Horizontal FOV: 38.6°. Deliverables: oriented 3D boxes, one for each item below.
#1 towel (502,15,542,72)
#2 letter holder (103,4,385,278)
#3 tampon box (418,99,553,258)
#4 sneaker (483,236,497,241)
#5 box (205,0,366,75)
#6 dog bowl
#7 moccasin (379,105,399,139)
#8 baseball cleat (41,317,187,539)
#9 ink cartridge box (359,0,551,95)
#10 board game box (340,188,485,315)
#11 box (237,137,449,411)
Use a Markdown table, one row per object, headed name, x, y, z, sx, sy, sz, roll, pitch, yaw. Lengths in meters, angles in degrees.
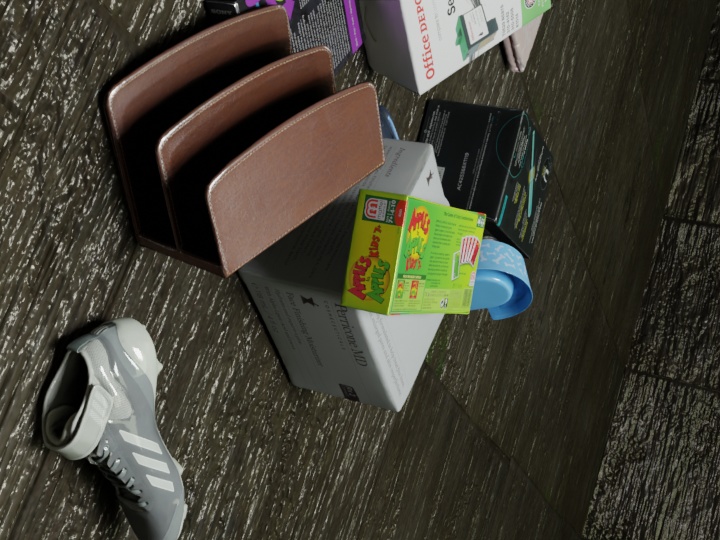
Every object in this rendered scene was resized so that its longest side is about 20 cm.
| name | x | y | z | sx | sy | sz | roll | pitch | yaw |
| --- | --- | --- | --- | --- | --- | --- | --- | --- | --- |
| towel | 0.237 | -0.424 | 1.496 | 0.200 | 0.032 | 0.191 | -69 | 153 | -21 |
| letter holder | -0.084 | -0.113 | 0.805 | 0.200 | 0.101 | 0.142 | -39 | 135 | -38 |
| tampon box | 0.160 | -0.117 | 1.347 | 0.200 | 0.126 | 0.150 | 31 | 73 | -65 |
| sneaker | 0.125 | -0.009 | 1.319 | 0.200 | 0.114 | 0.076 | 9 | 88 | -71 |
| box | -0.061 | -0.226 | 0.933 | 0.200 | 0.036 | 0.143 | -57 | 148 | -41 |
| dog bowl | 0.104 | 0.015 | 1.212 | 0.111 | 0.200 | 0.050 | 51 | 38 | -48 |
| moccasin | 0.046 | -0.105 | 1.155 | 0.068 | 0.080 | 0.200 | -56 | 151 | -18 |
| baseball cleat | -0.192 | 0.138 | 0.784 | 0.106 | 0.070 | 0.200 | -30 | 117 | -51 |
| ink cartridge box | 0.098 | -0.301 | 1.088 | 0.200 | 0.084 | 0.146 | -37 | 139 | -18 |
| board game box | 0.054 | -0.013 | 0.943 | 0.200 | 0.048 | 0.102 | 4 | 96 | -64 |
| box | 0.000 | 0.000 | 1.045 | 0.200 | 0.131 | 0.199 | -63 | 151 | -32 |
